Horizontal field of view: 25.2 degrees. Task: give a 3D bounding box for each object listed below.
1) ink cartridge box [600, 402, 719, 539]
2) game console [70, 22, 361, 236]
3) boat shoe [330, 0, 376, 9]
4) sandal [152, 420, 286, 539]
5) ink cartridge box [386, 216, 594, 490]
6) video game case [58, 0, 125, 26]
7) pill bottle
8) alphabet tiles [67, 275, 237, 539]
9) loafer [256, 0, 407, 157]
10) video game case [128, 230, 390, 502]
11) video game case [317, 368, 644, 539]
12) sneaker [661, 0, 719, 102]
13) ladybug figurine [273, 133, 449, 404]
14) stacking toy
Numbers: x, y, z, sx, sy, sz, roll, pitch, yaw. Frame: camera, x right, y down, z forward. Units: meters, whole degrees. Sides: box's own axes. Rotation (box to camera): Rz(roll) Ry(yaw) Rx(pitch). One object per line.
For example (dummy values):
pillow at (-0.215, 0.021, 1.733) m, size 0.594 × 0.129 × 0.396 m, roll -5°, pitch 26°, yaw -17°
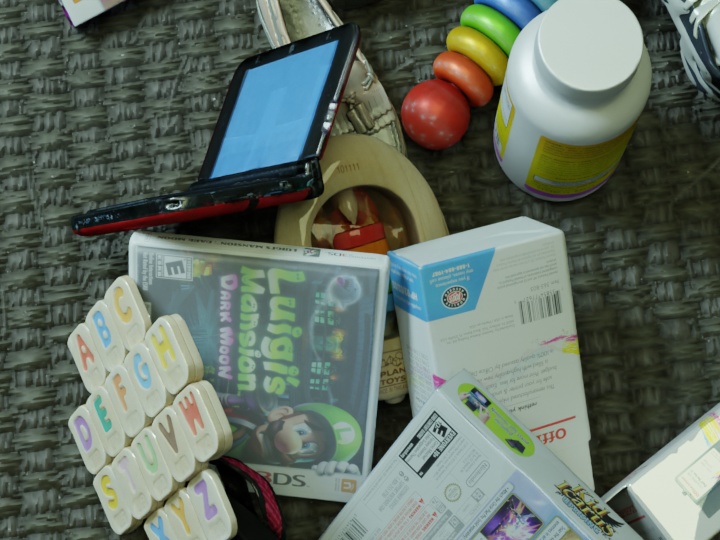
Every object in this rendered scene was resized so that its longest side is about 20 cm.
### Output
ink cartridge box at (0.241, 0.149, 1.143) m, size 0.199 × 0.117 × 0.067 m, roll -36°, pitch 80°, yaw -9°
game console at (-0.108, -0.098, 1.154) m, size 0.171 × 0.199 × 0.120 m, roll -11°, pitch 93°, yaw -30°
boat shoe at (0.058, -0.276, 1.283) m, size 0.201 × 0.074 × 0.065 m, roll -25°, pitch 80°, yaw 0°
sandal at (-0.079, 0.176, 1.154) m, size 0.045 × 0.075 × 0.200 m, roll -44°, pitch 95°, yaw -22°
ink cartridge box at (0.095, 0.075, 1.153) m, size 0.114 × 0.068 × 0.202 m, roll -14°, pitch 105°, yaw -18°
video game case at (-0.183, -0.319, 1.270) m, size 0.199 × 0.036 × 0.182 m, roll -29°, pitch 108°, yaw -8°
pill bottle at (0.155, -0.128, 1.175) m, size 0.103 × 0.200 × 0.105 m, roll 0°, pitch 75°, yaw 0°
alphabet tiles at (-0.151, 0.112, 1.122) m, size 0.015 × 0.200 × 0.197 m, roll -15°, pitch 73°, yaw -36°
loafer at (-0.027, -0.157, 1.254) m, size 0.071 × 0.063 × 0.201 m, roll -27°, pitch 76°, yaw -6°
video game case at (-0.076, 0.073, 1.147) m, size 0.180 × 0.023 × 0.202 m, roll 5°, pitch 118°, yaw 1°
video game case at (0.077, 0.198, 1.104) m, size 0.181 × 0.200 × 0.045 m, roll 44°, pitch 36°, yaw 12°
sneaker at (0.266, -0.201, 1.187) m, size 0.079 × 0.130 × 0.200 m, roll -26°, pitch 116°, yaw -5°
ladybug figurine at (0.000, 0.000, 1.189) m, size 0.135 × 0.072 × 0.202 m, roll -11°, pitch 94°, yaw -16°
stacking toy at (0.102, -0.180, 1.260) m, size 0.085 × 0.085 × 0.200 m, roll 37°, pitch 85°, yaw 10°
